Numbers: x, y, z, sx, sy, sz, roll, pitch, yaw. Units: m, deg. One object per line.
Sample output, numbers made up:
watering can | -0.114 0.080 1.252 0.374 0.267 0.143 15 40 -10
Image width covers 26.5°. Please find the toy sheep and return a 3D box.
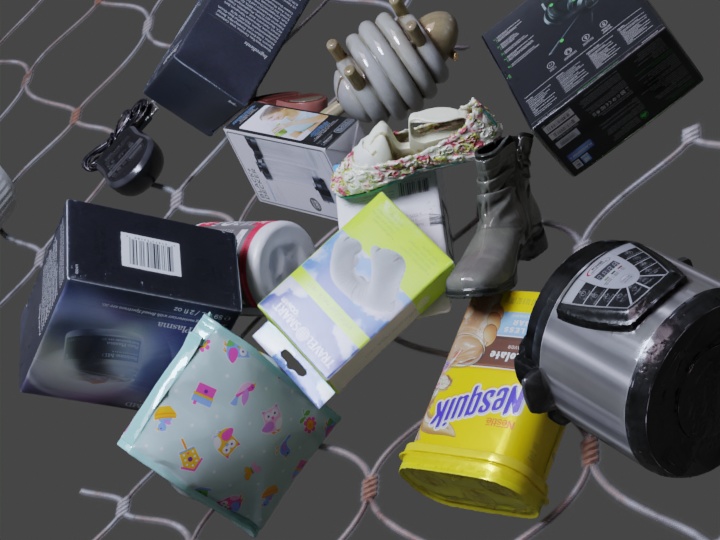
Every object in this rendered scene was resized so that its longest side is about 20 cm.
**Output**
toy sheep | 0.031 -0.240 1.815 0.199 0.138 0.138 -31 42 6

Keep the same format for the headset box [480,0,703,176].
headset box | 0.242 -0.233 1.647 0.174 0.093 0.201 -37 41 14

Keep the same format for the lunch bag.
lunch bag | -0.148 0.158 1.608 0.122 0.200 0.171 28 80 49

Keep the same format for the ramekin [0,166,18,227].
ramekin | -0.594 -0.132 2.262 0.094 0.203 0.201 -47 38 -19

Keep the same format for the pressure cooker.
pressure cooker | 0.240 0.070 1.345 0.200 0.175 0.181 32 106 51

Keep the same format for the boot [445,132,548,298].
boot | 0.127 -0.058 1.520 0.067 0.132 0.200 -1 21 27

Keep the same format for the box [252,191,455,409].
box | -0.010 0.029 1.567 0.200 0.048 0.122 -43 63 -6

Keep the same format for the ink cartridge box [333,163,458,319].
ink cartridge box | 0.040 -0.023 1.642 0.115 0.068 0.202 -11 62 11

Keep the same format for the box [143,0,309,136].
box | -0.173 -0.305 2.010 0.201 0.117 0.196 -62 14 -16

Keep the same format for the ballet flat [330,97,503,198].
ballet flat | 0.052 -0.134 1.605 0.198 0.064 0.076 -17 38 15

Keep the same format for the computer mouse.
computer mouse | -0.315 -0.156 2.135 0.139 0.053 0.200 -45 29 3

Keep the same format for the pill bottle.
pill bottle | -0.154 -0.002 1.811 0.198 0.111 0.112 0 59 42

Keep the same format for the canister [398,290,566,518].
canister | 0.136 0.123 1.467 0.147 0.087 0.202 1 59 42

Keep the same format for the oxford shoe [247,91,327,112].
oxford shoe | -0.096 -0.186 1.939 0.070 0.076 0.200 -12 13 -19

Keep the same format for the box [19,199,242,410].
box | -0.257 0.048 1.692 0.199 0.198 0.124 122 150 -41

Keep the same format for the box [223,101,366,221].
box | -0.064 -0.128 1.819 0.060 0.117 0.199 -43 36 -25
